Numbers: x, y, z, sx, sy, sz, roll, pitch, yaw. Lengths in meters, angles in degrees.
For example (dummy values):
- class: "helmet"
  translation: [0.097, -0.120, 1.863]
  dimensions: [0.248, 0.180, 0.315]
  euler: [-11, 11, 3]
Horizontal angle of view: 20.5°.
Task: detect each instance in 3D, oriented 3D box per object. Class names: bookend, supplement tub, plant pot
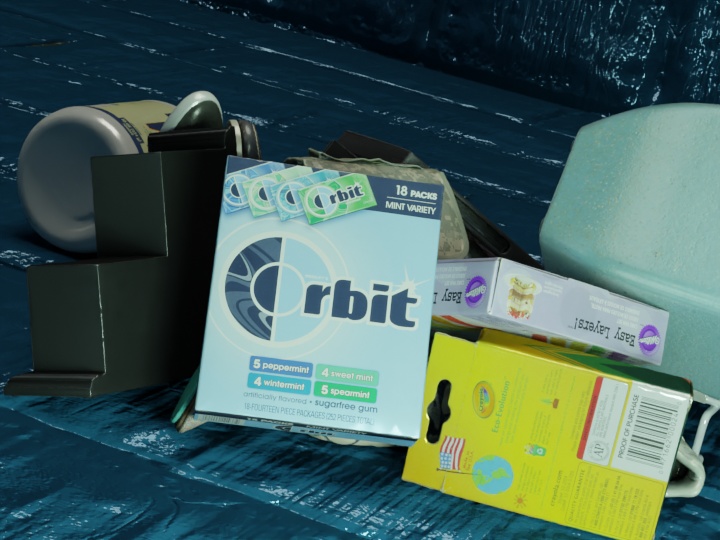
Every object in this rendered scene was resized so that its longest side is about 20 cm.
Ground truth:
- class: "bookend"
  translation: [-0.186, -0.009, 1.575]
  dimensions: [0.092, 0.199, 0.200]
  euler: [-1, 4, 35]
- class: "supplement tub"
  translation: [-0.238, -0.098, 2.025]
  dimensions: [0.145, 0.145, 0.200]
  euler: [19, 15, 23]
- class: "plant pot"
  translation: [0.264, -0.029, 1.694]
  dimensions: [0.200, 0.196, 0.196]
  euler: [17, -23, 18]

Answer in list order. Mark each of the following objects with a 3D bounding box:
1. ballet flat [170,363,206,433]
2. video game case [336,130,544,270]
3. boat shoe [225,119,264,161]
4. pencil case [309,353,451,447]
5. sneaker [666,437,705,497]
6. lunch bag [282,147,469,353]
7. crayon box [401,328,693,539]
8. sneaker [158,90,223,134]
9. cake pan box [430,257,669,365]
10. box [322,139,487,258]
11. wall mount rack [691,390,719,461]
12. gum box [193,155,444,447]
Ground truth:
- class: "ballet flat"
  translation: [-0.081, 0.055, 1.572]
  dimensions: [0.067, 0.200, 0.068]
  euler: [30, -31, -8]
- class: "video game case"
  translation: [0.074, -0.061, 1.918]
  dimensions: [0.181, 0.026, 0.200]
  euler: [40, -4, -20]
- class: "boat shoe"
  translation: [-0.077, -0.055, 1.747]
  dimensions: [0.063, 0.200, 0.073]
  euler: [-13, 40, -4]
- class: "pencil case"
  translation: [0.041, 0.098, 1.611]
  dimensions: [0.200, 0.090, 0.078]
  euler: [5, 22, -29]
- class: "sneaker"
  translation: [0.183, 0.140, 1.585]
  dimensions: [0.200, 0.076, 0.092]
  euler: [8, 5, -15]
- class: "lunch bag"
  translation: [0.000, 0.000, 1.713]
  dimensions: [0.164, 0.200, 0.118]
  euler: [2, 7, -39]
- class: "crayon box"
  translation: [0.143, 0.123, 1.529]
  dimensions: [0.200, 0.127, 0.051]
  euler: [15, 13, 6]
- class: "sneaker"
  translation: [-0.133, -0.048, 1.697]
  dimensions: [0.071, 0.200, 0.099]
  euler: [-8, 35, -40]
- class: "cake pan box"
  translation: [0.122, 0.035, 1.616]
  dimensions: [0.200, 0.052, 0.184]
  euler: [17, -9, -37]
- class: "box"
  translation: [0.038, -0.038, 1.973]
  dimensions: [0.200, 0.050, 0.199]
  euler: [38, -6, 4]
- class: "wall mount rack"
  translation: [0.280, 0.114, 1.815]
  dimensions: [0.200, 0.075, 0.174]
  euler: [19, 19, 23]
- class: "gum box"
  translation: [-0.031, 0.023, 1.514]
  dimensions: [0.170, 0.200, 0.045]
  euler: [7, -15, -5]
